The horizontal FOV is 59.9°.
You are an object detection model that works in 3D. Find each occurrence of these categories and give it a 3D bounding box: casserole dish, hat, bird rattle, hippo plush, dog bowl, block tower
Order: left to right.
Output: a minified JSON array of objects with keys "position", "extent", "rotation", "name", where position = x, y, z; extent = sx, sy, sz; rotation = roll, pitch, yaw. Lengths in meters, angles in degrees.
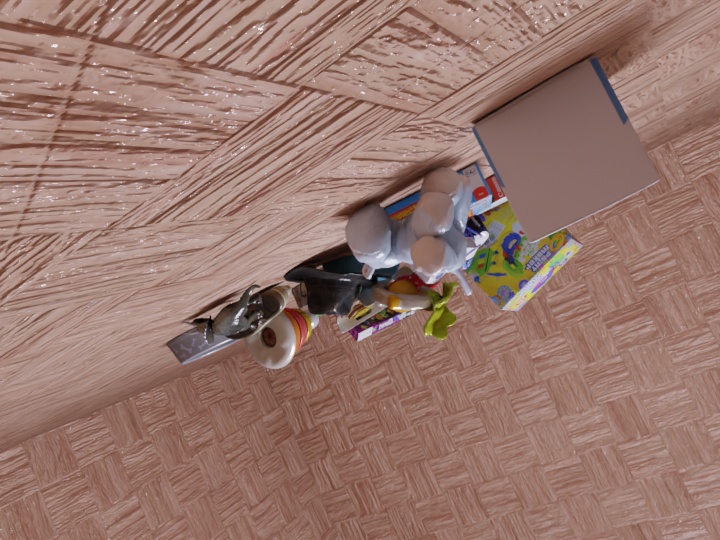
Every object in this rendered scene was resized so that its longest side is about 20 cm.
[{"position":[-0.349,0.159,1.470],"extent":[0.200,0.059,0.200],"rotation":[-25,175,-2],"name":"dog bowl"},{"position":[-0.075,0.028,1.474],"extent":[0.200,0.054,0.058],"rotation":[-28,174,37],"name":"block tower"},{"position":[-0.061,0.050,1.223],"extent":[0.200,0.081,0.201],"rotation":[5,169,1],"name":"hat"},{"position":[0.000,0.000,1.278],"extent":[0.121,0.039,0.200],"rotation":[4,170,-28],"name":"casserole dish"},{"position":[0.068,-0.064,0.887],"extent":[0.160,0.160,0.200],"rotation":[6,173,24],"name":"hippo plush"},{"position":[0.101,0.042,1.216],"extent":[0.163,0.113,0.200],"rotation":[4,-159,-22],"name":"bird rattle"}]

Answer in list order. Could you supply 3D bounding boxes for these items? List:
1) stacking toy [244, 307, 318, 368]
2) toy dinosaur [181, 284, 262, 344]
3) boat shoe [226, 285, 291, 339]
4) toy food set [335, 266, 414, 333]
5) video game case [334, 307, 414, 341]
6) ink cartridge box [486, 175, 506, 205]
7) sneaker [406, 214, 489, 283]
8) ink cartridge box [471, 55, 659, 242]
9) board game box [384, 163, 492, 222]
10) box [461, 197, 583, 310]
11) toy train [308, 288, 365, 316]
[{"position":[-0.161,0.137,1.465],"extent":[0.146,0.146,0.200],"rotation":[-28,173,33],"name":"stacking toy"},{"position":[-0.238,0.090,1.166],"extent":[0.200,0.077,0.102],"rotation":[-25,-176,45],"name":"toy dinosaur"},{"position":[-0.219,0.088,1.343],"extent":[0.200,0.072,0.076],"rotation":[-26,-169,33],"name":"boat shoe"},{"position":[0.034,0.073,1.393],"extent":[0.143,0.060,0.200],"rotation":[-30,168,-26],"name":"toy food set"},{"position":[0.008,0.068,1.559],"extent":[0.181,0.200,0.036],"rotation":[-22,143,-30],"name":"video game case"},{"position":[0.292,-0.169,1.212],"extent":[0.200,0.050,0.109],"rotation":[-26,176,22],"name":"ink cartridge box"},{"position":[0.173,-0.054,1.174],"extent":[0.199,0.081,0.115],"rotation":[-20,149,-50],"name":"sneaker"},{"position":[0.247,-0.134,0.740],"extent":[0.146,0.147,0.200],"rotation":[-28,176,24],"name":"ink cartridge box"},{"position":[0.121,-0.098,1.055],"extent":[0.196,0.056,0.200],"rotation":[-26,176,10],"name":"board game box"},{"position":[0.320,-0.051,1.325],"extent":[0.200,0.193,0.122],"rotation":[-48,155,17],"name":"box"},{"position":[-0.034,0.051,1.386],"extent":[0.200,0.042,0.056],"rotation":[-21,163,-44],"name":"toy train"}]
